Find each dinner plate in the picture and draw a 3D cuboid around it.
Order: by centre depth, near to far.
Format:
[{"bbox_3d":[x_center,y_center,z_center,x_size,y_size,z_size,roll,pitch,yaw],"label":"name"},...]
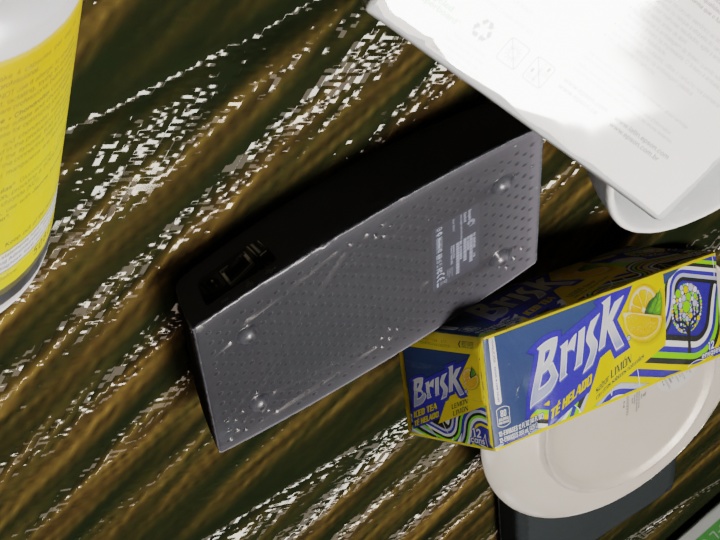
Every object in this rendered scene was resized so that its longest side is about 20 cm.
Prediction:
[{"bbox_3d":[0.163,0.078,1.299,0.199,0.024,0.201,-20,131,-25],"label":"dinner plate"}]

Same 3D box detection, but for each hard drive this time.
[{"bbox_3d":[0.000,0.000,1.029,0.199,0.042,0.135,-31,151,-16],"label":"hard drive"},{"bbox_3d":[0.156,0.129,1.409,0.139,0.033,0.200,-31,151,-14],"label":"hard drive"}]

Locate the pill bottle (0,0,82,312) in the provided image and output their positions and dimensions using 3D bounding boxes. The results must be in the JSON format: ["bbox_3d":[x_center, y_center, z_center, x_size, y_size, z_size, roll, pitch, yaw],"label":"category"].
[{"bbox_3d":[-0.147,-0.078,0.672,0.111,0.112,0.201,-20,147,-30],"label":"pill bottle"}]

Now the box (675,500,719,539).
[{"bbox_3d":[0.353,0.280,1.711,0.199,0.172,0.200,-42,152,7],"label":"box"}]

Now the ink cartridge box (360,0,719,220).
[{"bbox_3d":[0.129,-0.143,0.893,0.199,0.041,0.200,32,111,-33],"label":"ink cartridge box"}]

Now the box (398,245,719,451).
[{"bbox_3d":[0.114,0.039,1.156,0.199,0.070,0.065,-18,106,-41],"label":"box"}]

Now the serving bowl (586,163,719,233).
[{"bbox_3d":[0.185,-0.113,1.053,0.199,0.066,0.201,-30,152,-18],"label":"serving bowl"}]
